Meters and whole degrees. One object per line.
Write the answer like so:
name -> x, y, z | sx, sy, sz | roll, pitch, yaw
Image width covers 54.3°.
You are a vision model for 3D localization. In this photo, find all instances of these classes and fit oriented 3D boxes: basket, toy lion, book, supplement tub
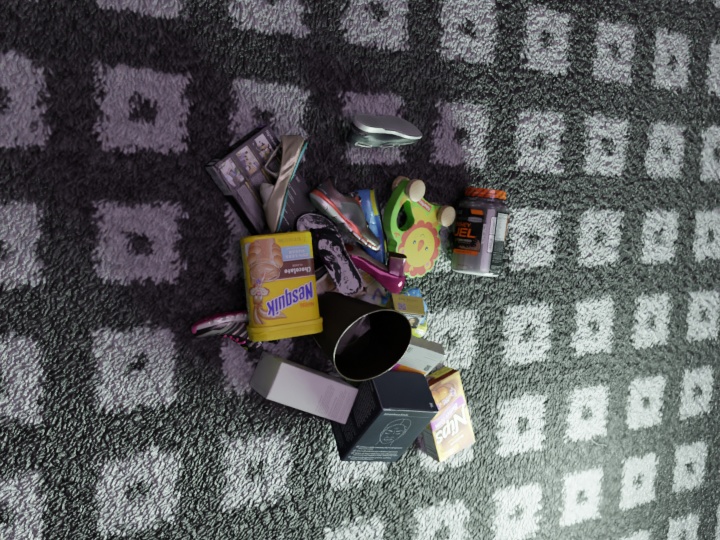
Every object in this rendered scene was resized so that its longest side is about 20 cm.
basket -> -0.022, 0.124, 1.451 | 0.180, 0.200, 0.137 | -25, 114, -22
toy lion -> 0.119, -0.087, 1.591 | 0.200, 0.069, 0.192 | 33, 82, -42
book -> 0.075, 0.219, 1.559 | 0.133, 0.048, 0.200 | 20, 129, -30
supplement tub -> 0.284, -0.091, 1.664 | 0.122, 0.122, 0.201 | 5, 94, -30

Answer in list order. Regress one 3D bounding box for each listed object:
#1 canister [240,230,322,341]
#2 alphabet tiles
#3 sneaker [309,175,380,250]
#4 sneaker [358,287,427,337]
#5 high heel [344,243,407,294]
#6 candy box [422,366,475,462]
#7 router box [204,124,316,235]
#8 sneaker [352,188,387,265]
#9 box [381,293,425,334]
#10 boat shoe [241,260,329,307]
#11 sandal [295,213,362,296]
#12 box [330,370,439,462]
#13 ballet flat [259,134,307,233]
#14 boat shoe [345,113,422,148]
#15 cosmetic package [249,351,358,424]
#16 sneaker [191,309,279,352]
canister -> -0.157, 0.028, 1.379 | 0.148, 0.086, 0.201 | -7, 93, -23
alphabet tiles -> -0.035, 0.078, 1.567 | 0.200, 0.015, 0.196 | -40, 114, -20
sneaker -> -0.014, -0.120, 1.464 | 0.200, 0.077, 0.082 | 42, 81, -32
sneaker -> 0.077, 0.074, 1.596 | 0.200, 0.076, 0.106 | 32, 64, -36
high heel -> 0.000, 0.000, 1.528 | 0.199, 0.067, 0.097 | 10, 113, 2
candy box -> 0.203, 0.351, 1.716 | 0.116, 0.056, 0.201 | -23, 109, -26
router box -> -0.195, -0.170, 1.420 | 0.149, 0.051, 0.200 | -41, 115, -21
sneaker -> 0.015, -0.084, 1.556 | 0.078, 0.066, 0.201 | -10, 115, 7
box -> 0.070, 0.130, 1.530 | 0.075, 0.200, 0.050 | 9, 50, -18
boat shoe -> -0.151, 0.015, 1.459 | 0.199, 0.072, 0.068 | -22, 111, -23
sandal -> -0.057, -0.036, 1.449 | 0.075, 0.048, 0.201 | -37, 104, -6
box -> 0.048, 0.321, 1.540 | 0.148, 0.107, 0.200 | 10, 131, -31
ballet flat -> -0.163, -0.174, 1.378 | 0.069, 0.069, 0.201 | 22, 81, -30
boat shoe -> 0.051, -0.300, 1.541 | 0.199, 0.076, 0.060 | 1, 134, -39
cosmetic package -> -0.119, 0.247, 1.489 | 0.199, 0.107, 0.085 | 24, 86, -28
sneaker -> -0.241, 0.126, 1.421 | 0.199, 0.074, 0.088 | -6, 94, -34
